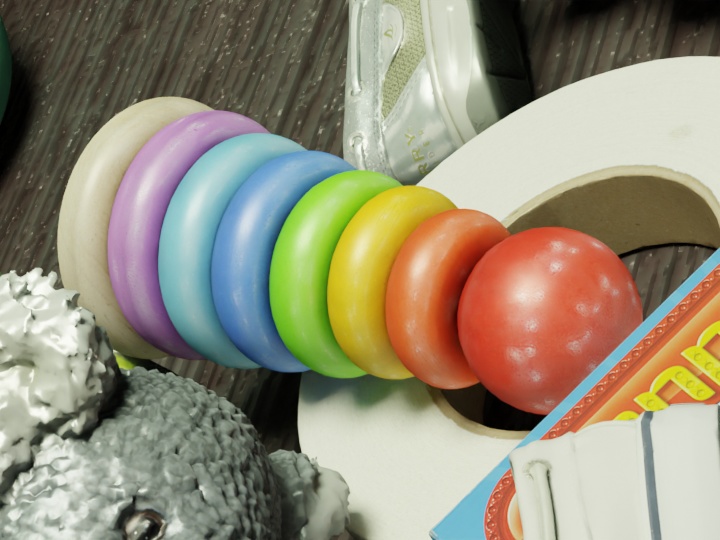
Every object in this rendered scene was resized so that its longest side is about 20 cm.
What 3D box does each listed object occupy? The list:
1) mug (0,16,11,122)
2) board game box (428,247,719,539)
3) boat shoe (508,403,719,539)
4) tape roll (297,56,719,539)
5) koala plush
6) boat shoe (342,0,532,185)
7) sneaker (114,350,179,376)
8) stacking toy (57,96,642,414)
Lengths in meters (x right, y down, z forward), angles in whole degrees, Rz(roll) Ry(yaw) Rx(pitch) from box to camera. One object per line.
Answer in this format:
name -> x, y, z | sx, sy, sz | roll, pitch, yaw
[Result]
mug -> -0.214, -0.086, 1.208 | 0.151, 0.115, 0.186 | -15, 42, 29
board game box -> 0.152, 0.065, 0.753 | 0.200, 0.056, 0.196 | -44, 49, -6
boat shoe -> 0.060, 0.119, 0.680 | 0.065, 0.074, 0.201 | -8, 42, 12
tape roll -> 0.074, 0.018, 0.918 | 0.202, 0.037, 0.204 | -23, 38, 20
koala plush -> -0.087, 0.113, 0.822 | 0.183, 0.177, 0.201 | 4, 68, 51
boat shoe -> 0.016, -0.105, 1.070 | 0.064, 0.075, 0.203 | -22, 46, 14
sneaker -> -0.148, 0.078, 1.017 | 0.199, 0.074, 0.081 | -12, 47, 34
stacking toy -> 0.000, 0.000, 0.907 | 0.199, 0.085, 0.086 | 12, 59, 42
